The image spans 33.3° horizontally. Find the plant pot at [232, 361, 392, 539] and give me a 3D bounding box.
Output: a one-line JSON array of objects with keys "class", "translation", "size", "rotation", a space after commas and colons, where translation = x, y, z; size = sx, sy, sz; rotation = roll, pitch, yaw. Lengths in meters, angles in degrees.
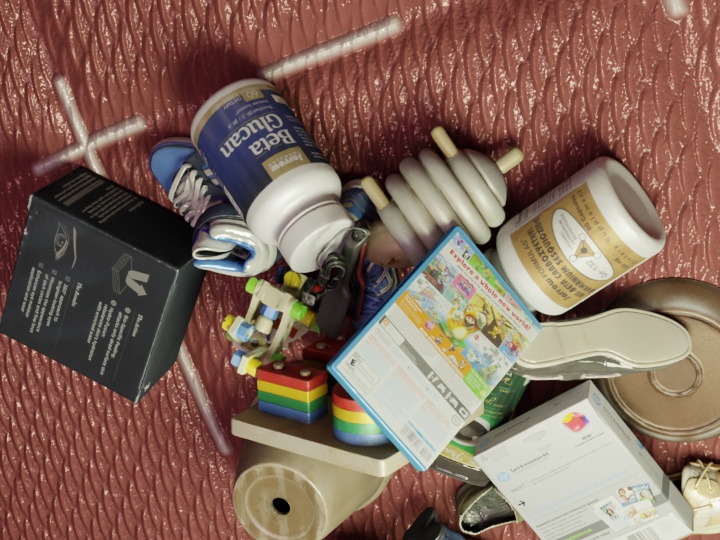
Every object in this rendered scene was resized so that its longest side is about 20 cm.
[{"class": "plant pot", "translation": [-0.066, 0.234, 1.428], "size": [0.198, 0.174, 0.201], "rotation": [6, 114, 15]}]

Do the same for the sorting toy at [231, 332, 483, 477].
[{"class": "sorting toy", "translation": [-0.001, 0.130, 1.277], "size": [0.198, 0.200, 0.070], "rotation": [10, 109, 34]}]

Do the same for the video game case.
[{"class": "video game case", "translation": [0.077, 0.075, 1.187], "size": [0.143, 0.200, 0.018], "rotation": [49, 157, -13]}]

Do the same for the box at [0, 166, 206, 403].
[{"class": "box", "translation": [-0.303, 0.016, 1.443], "size": [0.199, 0.117, 0.198], "rotation": [27, 118, 7]}]

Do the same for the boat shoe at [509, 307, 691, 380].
[{"class": "boat shoe", "translation": [0.247, 0.081, 1.276], "size": [0.198, 0.057, 0.067], "rotation": [-2, 69, -7]}]

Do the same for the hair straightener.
[{"class": "hair straightener", "translation": [-0.022, 0.015, 1.266], "size": [0.041, 0.077, 0.200], "rotation": [43, 150, 14]}]

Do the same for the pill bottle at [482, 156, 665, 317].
[{"class": "pill bottle", "translation": [0.206, -0.019, 1.260], "size": [0.200, 0.114, 0.115], "rotation": [-36, 98, 28]}]

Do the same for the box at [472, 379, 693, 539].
[{"class": "box", "translation": [0.243, 0.233, 1.315], "size": [0.156, 0.041, 0.200], "rotation": [-33, 107, 29]}]

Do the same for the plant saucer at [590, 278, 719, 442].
[{"class": "plant saucer", "translation": [0.345, 0.107, 1.317], "size": [0.199, 0.032, 0.202], "rotation": [7, 116, 16]}]

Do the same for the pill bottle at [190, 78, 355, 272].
[{"class": "pill bottle", "translation": [-0.089, -0.099, 1.282], "size": [0.111, 0.111, 0.200], "rotation": [-49, 63, 29]}]

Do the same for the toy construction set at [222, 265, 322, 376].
[{"class": "toy construction set", "translation": [-0.093, 0.063, 1.370], "size": [0.092, 0.200, 0.132], "rotation": [27, 85, 4]}]

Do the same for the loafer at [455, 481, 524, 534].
[{"class": "loafer", "translation": [0.195, 0.264, 1.411], "size": [0.199, 0.070, 0.075], "rotation": [-32, 100, 27]}]

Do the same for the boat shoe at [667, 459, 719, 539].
[{"class": "boat shoe", "translation": [0.376, 0.249, 1.343], "size": [0.199, 0.074, 0.069], "rotation": [-27, 108, 27]}]

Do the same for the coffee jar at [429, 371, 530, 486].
[{"class": "coffee jar", "translation": [0.132, 0.146, 1.373], "size": [0.104, 0.085, 0.201], "rotation": [20, 116, 6]}]

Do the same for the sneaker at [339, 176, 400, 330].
[{"class": "sneaker", "translation": [0.000, 0.000, 1.358], "size": [0.075, 0.077, 0.201], "rotation": [-4, 112, 18]}]

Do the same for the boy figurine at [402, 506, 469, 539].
[{"class": "boy figurine", "translation": [0.143, 0.364, 1.452], "size": [0.200, 0.124, 0.064], "rotation": [40, 95, -21]}]

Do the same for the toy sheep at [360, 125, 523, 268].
[{"class": "toy sheep", "translation": [0.085, -0.072, 1.272], "size": [0.199, 0.138, 0.138], "rotation": [-35, 99, 8]}]

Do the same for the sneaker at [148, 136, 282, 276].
[{"class": "sneaker", "translation": [-0.173, -0.068, 1.346], "size": [0.199, 0.147, 0.081], "rotation": [33, 119, 2]}]
